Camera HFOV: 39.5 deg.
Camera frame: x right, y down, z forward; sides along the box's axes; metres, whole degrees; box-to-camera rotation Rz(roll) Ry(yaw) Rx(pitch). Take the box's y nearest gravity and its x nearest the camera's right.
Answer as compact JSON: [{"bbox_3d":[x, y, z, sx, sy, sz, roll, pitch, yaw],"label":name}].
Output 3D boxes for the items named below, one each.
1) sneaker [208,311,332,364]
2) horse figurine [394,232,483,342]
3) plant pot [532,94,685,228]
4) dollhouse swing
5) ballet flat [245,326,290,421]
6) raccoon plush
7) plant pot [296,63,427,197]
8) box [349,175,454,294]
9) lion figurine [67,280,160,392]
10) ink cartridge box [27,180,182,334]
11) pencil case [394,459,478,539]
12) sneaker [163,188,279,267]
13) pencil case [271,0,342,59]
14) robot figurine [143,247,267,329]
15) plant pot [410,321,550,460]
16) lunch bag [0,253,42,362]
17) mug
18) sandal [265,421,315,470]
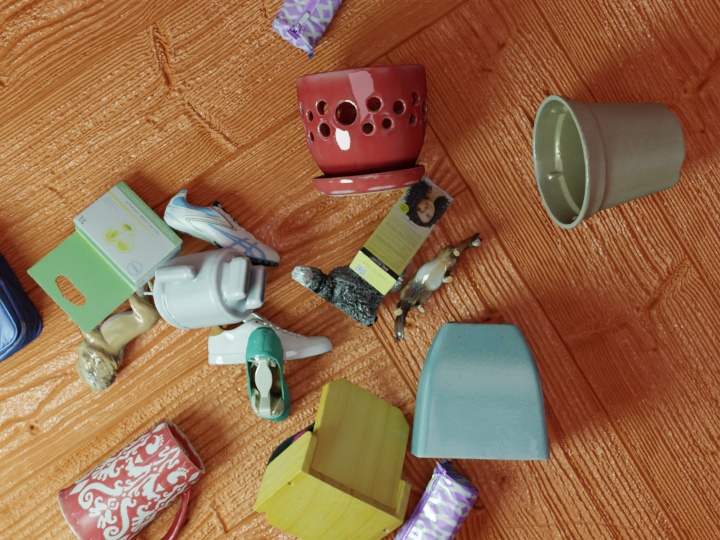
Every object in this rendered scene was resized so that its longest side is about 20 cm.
[{"bbox_3d":[-0.144,0.102,1.586,0.196,0.073,0.086,-2,86,-3],"label":"sneaker"},{"bbox_3d":[0.111,0.017,1.572,0.050,0.133,0.200,41,104,-4],"label":"horse figurine"},{"bbox_3d":[0.386,-0.177,1.537,0.180,0.200,0.204,-9,91,-12],"label":"plant pot"},{"bbox_3d":[-0.038,0.306,1.577,0.198,0.177,0.182,30,127,-24],"label":"dollhouse swing"},{"bbox_3d":[-0.147,0.179,1.538,0.066,0.071,0.202,2,129,6],"label":"ballet flat"},{"bbox_3d":[0.000,0.000,1.539,0.096,0.200,0.135,33,90,32],"label":"raccoon plush"},{"bbox_3d":[0.010,-0.213,1.523,0.197,0.200,0.186,-8,99,0],"label":"plant pot"},{"bbox_3d":[0.065,-0.060,1.542,0.075,0.050,0.201,37,55,-2],"label":"box"},{"bbox_3d":[-0.378,0.091,1.587,0.199,0.072,0.123,-38,94,-2],"label":"lion figurine"},{"bbox_3d":[-0.395,-0.023,1.550,0.145,0.048,0.200,43,66,9],"label":"ink cartridge box"},{"bbox_3d":[0.107,0.402,1.577,0.085,0.084,0.202,30,89,-35],"label":"pencil case"},{"bbox_3d":[-0.213,-0.064,1.586,0.198,0.072,0.073,27,82,-4],"label":"sneaker"},{"bbox_3d":[-0.063,-0.441,1.571,0.083,0.085,0.202,30,90,1],"label":"pencil case"},{"bbox_3d":[-0.237,0.029,1.540,0.197,0.169,0.115,-8,62,31],"label":"robot figurine"},{"bbox_3d":[0.177,0.183,1.536,0.192,0.196,0.204,1,81,0],"label":"plant pot"},{"bbox_3d":[-0.604,0.051,1.554,0.135,0.132,0.201,-34,91,0],"label":"lunch bag"},{"bbox_3d":[-0.345,0.345,1.583,0.199,0.178,0.134,-38,54,-4],"label":"mug"},{"bbox_3d":[-0.078,0.283,1.602,0.200,0.045,0.075,-43,92,1],"label":"sandal"}]
